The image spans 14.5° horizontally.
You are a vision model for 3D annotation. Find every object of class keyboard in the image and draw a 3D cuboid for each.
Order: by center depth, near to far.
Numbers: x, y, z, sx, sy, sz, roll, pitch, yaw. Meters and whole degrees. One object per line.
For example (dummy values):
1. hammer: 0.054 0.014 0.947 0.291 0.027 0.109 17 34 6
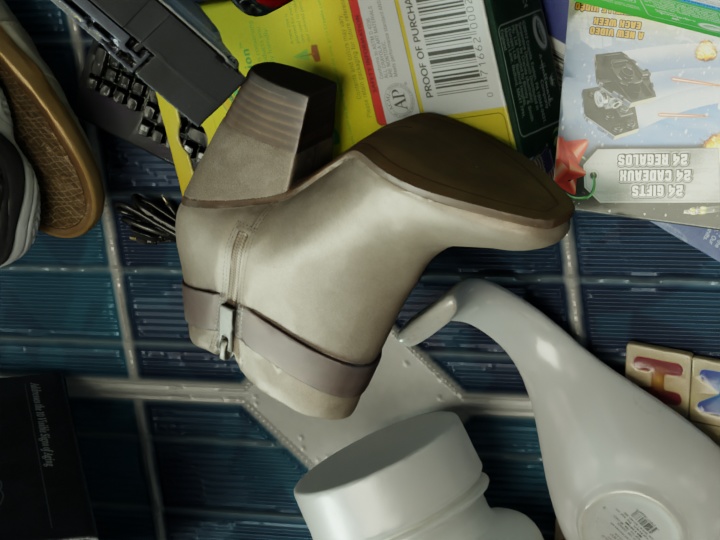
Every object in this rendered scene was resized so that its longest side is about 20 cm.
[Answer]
1. keyboard: -0.056 -0.046 1.399 0.199 0.021 0.128 26 119 17

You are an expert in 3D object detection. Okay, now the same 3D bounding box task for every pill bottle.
1. pill bottle: 0.048 0.177 1.378 0.114 0.114 0.201 -19 100 32

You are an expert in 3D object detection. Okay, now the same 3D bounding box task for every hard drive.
1. hard drive: -0.140 -0.162 1.278 0.038 0.140 0.200 -43 47 7

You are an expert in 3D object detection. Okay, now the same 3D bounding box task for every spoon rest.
1. spoon rest: 0.105 0.077 1.344 0.200 0.061 0.099 46 125 -12

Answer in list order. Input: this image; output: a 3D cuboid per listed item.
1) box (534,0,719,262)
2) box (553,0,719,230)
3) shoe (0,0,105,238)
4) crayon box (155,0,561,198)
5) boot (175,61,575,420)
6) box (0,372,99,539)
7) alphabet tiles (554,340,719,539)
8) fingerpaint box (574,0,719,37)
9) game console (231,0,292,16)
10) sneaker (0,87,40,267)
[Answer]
1. box: 0.164 -0.069 1.268 0.200 0.032 0.121 32 121 15
2. box: 0.185 -0.083 1.206 0.199 0.040 0.138 9 101 20
3. shoe: -0.186 -0.108 1.422 0.070 0.053 0.200 -32 95 38
4. crayon box: -0.002 -0.077 1.315 0.199 0.051 0.128 -5 103 36
5. boot: 0.000 0.000 1.265 0.200 0.070 0.147 28 120 34
6. box: -0.232 0.151 1.417 0.196 0.200 0.124 -6 113 -8
7. alphabet tiles: 0.186 0.123 1.349 0.199 0.006 0.167 11 115 23
8. fingerpaint box: 0.130 -0.191 1.168 0.199 0.073 0.167 16 80 21
9. game console: -0.079 -0.188 1.246 0.118 0.200 0.173 -27 96 33
10. sneaker: -0.231 -0.078 1.357 0.075 0.114 0.201 -15 105 35
